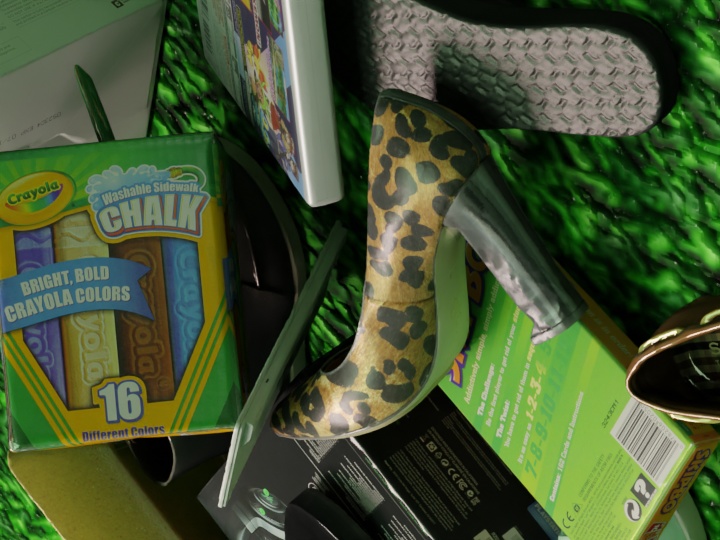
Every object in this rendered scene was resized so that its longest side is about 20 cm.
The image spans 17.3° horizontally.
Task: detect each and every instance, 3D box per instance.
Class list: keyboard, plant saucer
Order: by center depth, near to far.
[{"bbox_3d":[-0.041,0.046,1.251,0.011,0.200,0.056,22,125,2],"label":"keyboard"},{"bbox_3d":[-0.101,0.162,1.450,0.048,0.200,0.200,-42,80,18],"label":"plant saucer"}]

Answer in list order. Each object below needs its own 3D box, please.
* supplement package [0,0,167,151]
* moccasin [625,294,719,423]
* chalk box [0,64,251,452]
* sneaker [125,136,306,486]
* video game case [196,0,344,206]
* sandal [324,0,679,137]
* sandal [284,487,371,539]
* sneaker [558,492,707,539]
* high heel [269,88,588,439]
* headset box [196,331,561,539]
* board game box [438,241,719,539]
[{"bbox_3d":[-0.253,-0.130,1.370,0.200,0.191,0.147,42,142,23],"label":"supplement package"},{"bbox_3d":[0.198,0.038,1.039,0.201,0.078,0.074,2,115,51],"label":"moccasin"},{"bbox_3d":[-0.127,-0.009,1.264,0.125,0.124,0.200,48,-143,-88],"label":"chalk box"},{"bbox_3d":[-0.091,0.029,1.365,0.075,0.106,0.200,21,130,42],"label":"sneaker"},{"bbox_3d":[-0.055,-0.159,1.189,0.182,0.023,0.200,-125,25,-54],"label":"video game case"},{"bbox_3d":[0.064,-0.104,1.133,0.200,0.048,0.075,14,126,30],"label":"sandal"},{"bbox_3d":[-0.017,0.206,1.303,0.076,0.043,0.200,29,138,34],"label":"sandal"},{"bbox_3d":[0.121,0.172,1.204,0.074,0.118,0.201,-15,102,56],"label":"sneaker"},{"bbox_3d":[0.000,0.000,1.171,0.200,0.071,0.143,-29,101,34],"label":"high heel"},{"bbox_3d":[0.016,0.142,1.333,0.174,0.093,0.200,51,145,9],"label":"headset box"},{"bbox_3d":[0.090,0.052,1.183,0.200,0.030,0.096,47,128,30],"label":"board game box"}]
